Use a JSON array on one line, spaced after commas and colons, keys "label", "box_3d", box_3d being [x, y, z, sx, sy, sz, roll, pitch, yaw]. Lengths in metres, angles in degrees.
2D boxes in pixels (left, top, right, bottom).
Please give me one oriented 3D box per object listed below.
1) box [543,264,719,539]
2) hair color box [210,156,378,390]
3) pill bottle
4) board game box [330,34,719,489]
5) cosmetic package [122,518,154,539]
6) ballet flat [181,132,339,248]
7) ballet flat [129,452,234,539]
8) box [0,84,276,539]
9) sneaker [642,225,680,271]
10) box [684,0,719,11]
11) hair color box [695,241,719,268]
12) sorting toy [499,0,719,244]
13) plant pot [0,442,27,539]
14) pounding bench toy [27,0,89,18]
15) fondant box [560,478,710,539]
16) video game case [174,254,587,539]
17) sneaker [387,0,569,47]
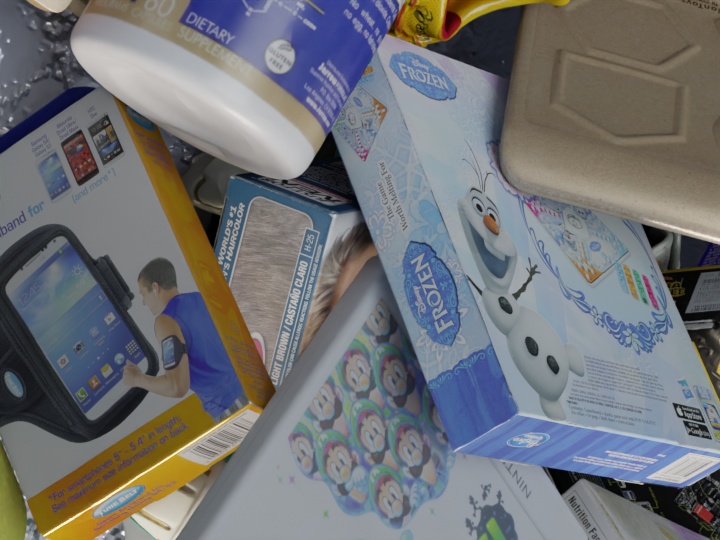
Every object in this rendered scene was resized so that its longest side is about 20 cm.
[{"label": "box", "box_3d": [0.174, 0.091, 1.484, 0.200, 0.159, 0.049, 62, 36, -30]}, {"label": "hair color box", "box_3d": [0.000, 0.000, 1.375, 0.200, 0.060, 0.100, -14, 122, -60]}, {"label": "pill bottle", "box_3d": [-0.029, -0.153, 1.258, 0.120, 0.120, 0.200, 35, 79, -29]}, {"label": "board game box", "box_3d": [0.079, -0.001, 1.336, 0.200, 0.043, 0.199, 15, 49, -53]}, {"label": "cosmetic package", "box_3d": [-0.013, 0.137, 1.423, 0.200, 0.081, 0.113, -22, 133, -28]}, {"label": "ballet flat", "box_3d": [-0.062, -0.011, 1.399, 0.073, 0.073, 0.200, 16, 92, -31]}, {"label": "ballet flat", "box_3d": [-0.094, 0.094, 1.324, 0.070, 0.200, 0.067, 9, 112, -55]}, {"label": "box", "box_3d": [-0.125, 0.010, 1.299, 0.119, 0.200, 0.041, -33, 157, 16]}, {"label": "sneaker", "box_3d": [0.137, 0.009, 1.501, 0.076, 0.092, 0.200, -35, 114, -21]}, {"label": "box", "box_3d": [0.242, -0.123, 1.493, 0.200, 0.060, 0.117, 11, 70, -3]}, {"label": "hair color box", "box_3d": [0.249, -0.006, 1.537, 0.109, 0.065, 0.200, 54, 48, -25]}, {"label": "sorting toy", "box_3d": [0.163, -0.081, 1.388, 0.185, 0.200, 0.037, 15, 130, -2]}, {"label": "plant pot", "box_3d": [-0.240, 0.077, 1.259, 0.187, 0.187, 0.200, -52, 132, -13]}, {"label": "pounding bench toy", "box_3d": [-0.144, -0.180, 1.274, 0.200, 0.156, 0.124, 36, 79, -29]}, {"label": "fondant box", "box_3d": [0.086, 0.202, 1.446, 0.200, 0.058, 0.144, -41, 146, 15]}, {"label": "video game case", "box_3d": [0.014, 0.123, 1.269, 0.182, 0.024, 0.200, 56, 46, -24]}, {"label": "sneaker", "box_3d": [0.006, -0.141, 1.379, 0.200, 0.077, 0.073, -14, 141, 3]}]
